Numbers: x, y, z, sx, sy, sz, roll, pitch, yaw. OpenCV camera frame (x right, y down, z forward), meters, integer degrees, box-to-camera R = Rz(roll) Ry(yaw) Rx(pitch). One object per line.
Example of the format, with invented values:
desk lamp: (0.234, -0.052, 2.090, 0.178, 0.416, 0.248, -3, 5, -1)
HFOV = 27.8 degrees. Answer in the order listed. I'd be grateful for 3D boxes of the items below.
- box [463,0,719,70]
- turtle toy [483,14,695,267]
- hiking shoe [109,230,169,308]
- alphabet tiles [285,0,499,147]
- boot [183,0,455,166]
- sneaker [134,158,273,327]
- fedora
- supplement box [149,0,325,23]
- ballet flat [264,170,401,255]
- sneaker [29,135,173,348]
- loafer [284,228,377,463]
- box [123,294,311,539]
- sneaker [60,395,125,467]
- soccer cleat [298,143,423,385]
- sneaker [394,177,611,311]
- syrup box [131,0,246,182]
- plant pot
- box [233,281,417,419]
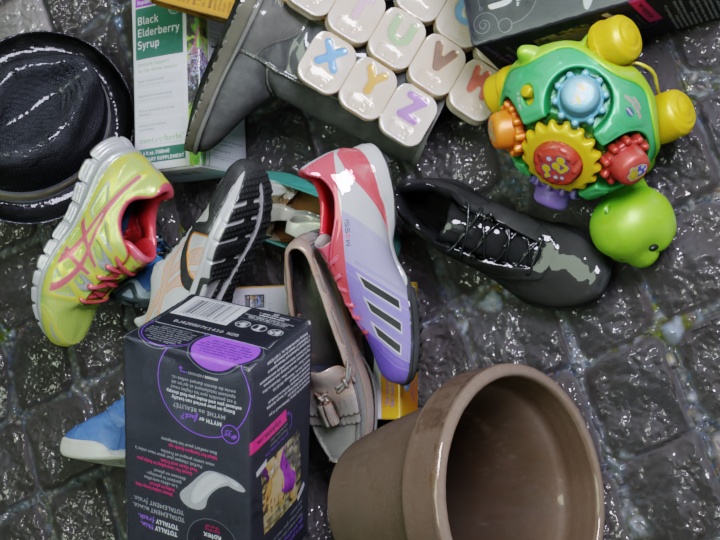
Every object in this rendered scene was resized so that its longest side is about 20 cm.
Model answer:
box: (0.183, -0.244, 1.141, 0.198, 0.106, 0.124, -13, 79, 19)
turtle toy: (0.179, -0.093, 1.129, 0.145, 0.101, 0.200, -22, 117, 44)
hiking shoe: (-0.210, -0.012, 1.378, 0.198, 0.074, 0.088, 11, 92, 30)
alphabet tiles: (0.041, -0.210, 1.210, 0.199, 0.015, 0.197, 32, 73, -4)
boot: (-0.038, -0.141, 1.256, 0.073, 0.198, 0.183, -87, 23, -51)
sneaker: (-0.141, -0.010, 1.266, 0.080, 0.073, 0.202, 32, 108, 25)
fedora: (-0.307, -0.145, 1.378, 0.198, 0.092, 0.203, 2, 81, -13)
supplement box: (-0.086, -0.243, 1.279, 0.198, 0.067, 0.070, 12, 93, -3)
ballet flat: (-0.057, -0.048, 1.297, 0.198, 0.070, 0.068, 19, 97, 30)
sneaker: (-0.229, -0.013, 1.311, 0.090, 0.078, 0.202, 29, 107, 22)
loafer: (-0.034, 0.067, 1.226, 0.071, 0.063, 0.203, -7, 93, 25)
box: (-0.116, 0.139, 1.192, 0.121, 0.106, 0.202, 13, 113, 23)
sneaker: (-0.200, 0.124, 1.365, 0.198, 0.076, 0.113, -9, 72, 39)
soccer cleat: (0.000, 0.000, 1.195, 0.068, 0.072, 0.202, 2, 105, 66)
sneaker: (0.109, -0.022, 1.190, 0.199, 0.091, 0.077, 22, 95, 28)
syrup box: (-0.160, -0.188, 1.359, 0.078, 0.081, 0.203, -4, 86, 28)
plant pot: (0.067, 0.182, 1.157, 0.174, 0.199, 0.203, -11, 81, 45)
box: (-0.044, 0.072, 1.298, 0.198, 0.041, 0.121, -3, 85, 27)
